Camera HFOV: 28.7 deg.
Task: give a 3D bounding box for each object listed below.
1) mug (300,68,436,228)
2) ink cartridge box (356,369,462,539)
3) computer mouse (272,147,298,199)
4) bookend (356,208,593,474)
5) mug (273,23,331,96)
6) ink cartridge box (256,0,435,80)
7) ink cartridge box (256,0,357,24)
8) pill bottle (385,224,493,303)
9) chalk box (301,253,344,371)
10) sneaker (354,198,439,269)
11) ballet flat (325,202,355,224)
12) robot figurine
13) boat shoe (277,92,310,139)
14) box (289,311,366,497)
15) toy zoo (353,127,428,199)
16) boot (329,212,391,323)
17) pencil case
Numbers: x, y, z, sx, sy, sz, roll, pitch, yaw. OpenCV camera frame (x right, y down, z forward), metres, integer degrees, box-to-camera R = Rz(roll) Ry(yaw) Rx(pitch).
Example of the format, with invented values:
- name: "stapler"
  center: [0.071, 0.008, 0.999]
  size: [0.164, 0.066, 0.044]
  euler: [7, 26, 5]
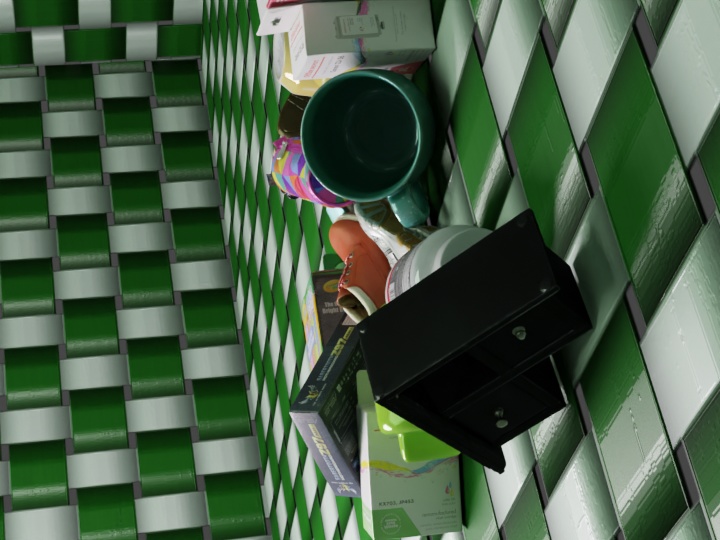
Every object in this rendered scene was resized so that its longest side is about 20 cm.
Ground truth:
- name: "mug"
  center: [0.015, -0.150, 1.694]
  size: [0.114, 0.151, 0.186]
  euler: [-33, -54, -71]
- name: "ink cartridge box"
  center: [0.058, 0.221, 1.726]
  size: [0.067, 0.116, 0.201]
  euler: [-156, 62, -79]
- name: "computer mouse"
  center: [-0.043, -0.195, 2.040]
  size: [0.044, 0.200, 0.110]
  euler: [38, -157, -36]
- name: "bookend"
  center: [0.137, 0.072, 1.281]
  size: [0.200, 0.198, 0.092]
  euler: [35, -150, -42]
- name: "mug"
  center: [-0.031, -0.295, 1.861]
  size: [0.187, 0.152, 0.150]
  euler: [162, 106, -77]
- name: "ink cartridge box"
  center: [-0.020, -0.279, 1.707]
  size: [0.116, 0.199, 0.068]
  euler: [143, 122, -77]
- name: "ink cartridge box"
  center: [-0.021, -0.363, 1.682]
  size: [0.147, 0.199, 0.083]
  euler: [147, 114, -77]
- name: "pill bottle"
  center: [0.097, 0.013, 1.467]
  size: [0.200, 0.110, 0.111]
  euler: [143, 121, -76]
- name: "chalk box"
  center: [-0.013, 0.071, 2.010]
  size: [0.124, 0.124, 0.201]
  euler: [109, 155, -63]
- name: "sneaker"
  center: [0.049, -0.026, 1.728]
  size: [0.200, 0.075, 0.088]
  euler: [-131, 31, -53]
- name: "ballet flat"
  center: [0.022, -0.029, 1.908]
  size: [0.075, 0.064, 0.201]
  euler: [-2, 121, 47]
- name: "robot figurine"
  center: [0.069, 0.118, 1.626]
  size: [0.175, 0.115, 0.201]
  euler: [71, -169, -83]
- name: "boat shoe"
  center: [-0.044, -0.254, 1.998]
  size: [0.201, 0.071, 0.066]
  euler: [-57, -23, -15]
- name: "box"
  center: [-0.004, 0.163, 1.793]
  size: [0.200, 0.051, 0.158]
  euler: [-60, -45, -39]
- name: "toy zoo"
  center: [0.004, -0.149, 1.823]
  size: [0.200, 0.020, 0.131]
  euler: [51, 165, 2]
- name: "boot"
  center: [0.000, 0.000, 1.794]
  size: [0.200, 0.107, 0.075]
  euler: [45, 148, 39]
- name: "pencil case"
  center: [-0.060, -0.131, 1.842]
  size: [0.200, 0.088, 0.089]
  euler: [-158, 63, -67]
